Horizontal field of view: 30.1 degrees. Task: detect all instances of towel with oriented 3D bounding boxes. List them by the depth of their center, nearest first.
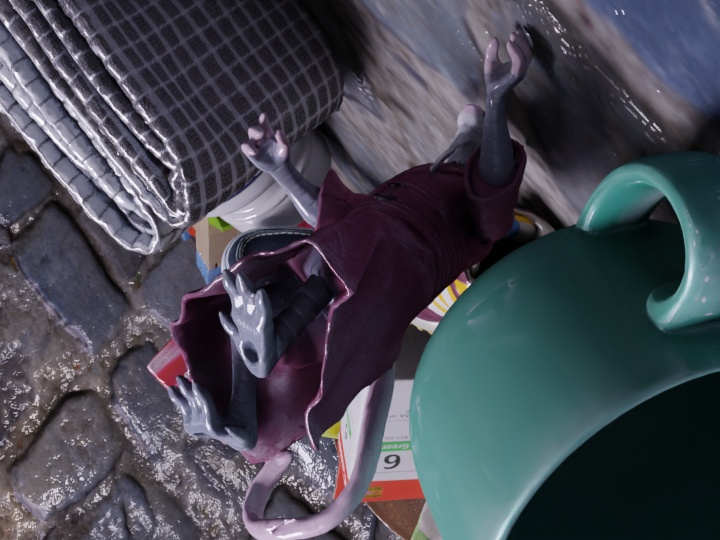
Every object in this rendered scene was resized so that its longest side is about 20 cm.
[{"bbox_3d":[-0.113,-0.130,0.707,0.085,0.166,0.201,-31,100,41],"label":"towel"}]

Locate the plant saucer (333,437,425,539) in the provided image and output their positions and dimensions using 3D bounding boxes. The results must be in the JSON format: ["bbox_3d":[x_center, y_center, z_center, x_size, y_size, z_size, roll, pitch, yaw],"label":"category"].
[{"bbox_3d":[0.075,0.136,1.018,0.199,0.037,0.201,22,-145,-16],"label":"plant saucer"}]

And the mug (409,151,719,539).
[{"bbox_3d":[0.103,0.045,0.494,0.151,0.186,0.115,23,-157,-33],"label":"mug"}]

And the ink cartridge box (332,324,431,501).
[{"bbox_3d":[0.043,0.108,0.854,0.201,0.108,0.051,99,166,-48],"label":"ink cartridge box"}]

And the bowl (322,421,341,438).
[{"bbox_3d":[-0.007,0.031,0.974,0.200,0.198,0.109,37,123,53],"label":"bowl"}]

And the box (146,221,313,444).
[{"bbox_3d":[-0.077,0.044,1.129,0.095,0.200,0.100,43,171,1],"label":"box"}]

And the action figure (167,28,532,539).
[{"bbox_3d":[0.019,-0.004,0.550,0.133,0.200,0.150,-9,110,45],"label":"action figure"}]

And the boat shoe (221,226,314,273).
[{"bbox_3d":[0.000,0.000,0.863,0.198,0.071,0.091,16,156,11],"label":"boat shoe"}]

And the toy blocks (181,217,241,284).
[{"bbox_3d":[-0.137,-0.084,1.119,0.201,0.099,0.137,59,160,24],"label":"toy blocks"}]

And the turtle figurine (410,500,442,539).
[{"bbox_3d":[0.122,0.164,0.629,0.192,0.144,0.201,26,150,20],"label":"turtle figurine"}]

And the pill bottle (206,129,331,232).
[{"bbox_3d":[-0.109,-0.106,0.885,0.120,0.120,0.200,40,180,44],"label":"pill bottle"}]

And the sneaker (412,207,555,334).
[{"bbox_3d":[0.065,-0.004,0.692,0.199,0.075,0.091,31,155,44],"label":"sneaker"}]
